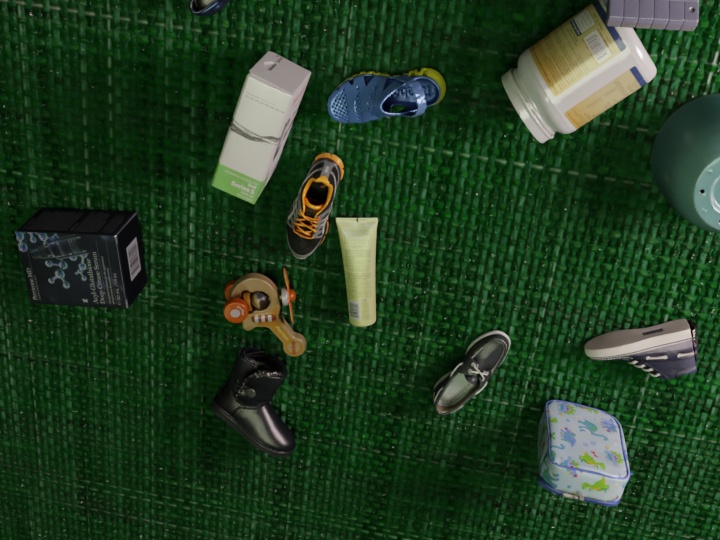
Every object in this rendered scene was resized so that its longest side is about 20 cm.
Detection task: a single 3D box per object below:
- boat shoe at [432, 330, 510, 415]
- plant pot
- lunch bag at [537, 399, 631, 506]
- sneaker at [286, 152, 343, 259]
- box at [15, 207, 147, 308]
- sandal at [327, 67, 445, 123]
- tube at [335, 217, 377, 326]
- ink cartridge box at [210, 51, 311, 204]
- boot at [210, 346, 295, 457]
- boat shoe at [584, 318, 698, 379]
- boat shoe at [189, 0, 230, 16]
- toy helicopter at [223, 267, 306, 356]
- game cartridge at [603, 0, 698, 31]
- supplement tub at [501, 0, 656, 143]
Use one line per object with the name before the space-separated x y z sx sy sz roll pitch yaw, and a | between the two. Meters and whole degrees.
boat shoe | 0.208 0.196 1.648 0.075 0.061 0.201 32 117 -8
plant pot | 0.561 -0.150 1.359 0.196 0.162 0.204 4 118 7
lunch bag | 0.404 0.331 1.603 0.157 0.201 0.084 12 119 3
sneaker | -0.087 -0.105 1.538 0.077 0.078 0.203 17 119 -2
box | -0.512 -0.024 1.632 0.196 0.108 0.151 2 118 9
sandal | 0.038 -0.279 1.425 0.196 0.087 0.081 -9 117 16
tube | 0.000 0.000 1.596 0.057 0.052 0.204 -18 116 -29
ink cartridge box | -0.162 -0.235 1.445 0.083 0.146 0.202 23 119 -3
boot | -0.184 0.258 1.735 0.198 0.077 0.169 34 121 -1
boat shoe | 0.504 0.155 1.568 0.196 0.075 0.094 -12 107 14
boat shoe | -0.195 -0.470 1.376 0.084 0.069 0.201 35 117 -9
toy helicopter | -0.160 0.082 1.659 0.131 0.079 0.201 -31 119 12
game cartridge | 0.410 -0.436 1.241 0.127 0.038 0.204 6 74 3
supplement tub | 0.327 -0.299 1.332 0.198 0.145 0.145 -32 108 22
